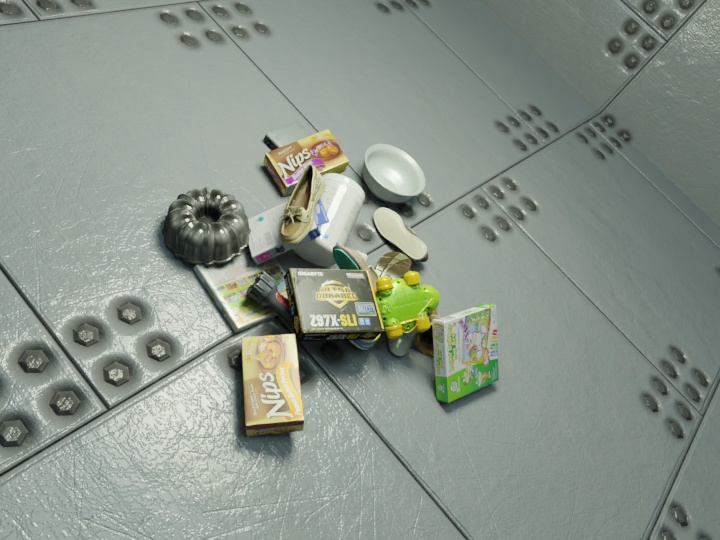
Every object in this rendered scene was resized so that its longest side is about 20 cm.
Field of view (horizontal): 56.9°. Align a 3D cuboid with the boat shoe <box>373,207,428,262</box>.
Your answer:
[{"bbox_3d":[0.113,-0.096,1.844,0.200,0.072,0.060,44,2,24],"label":"boat shoe"}]

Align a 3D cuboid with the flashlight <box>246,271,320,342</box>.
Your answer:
[{"bbox_3d":[-0.155,0.080,1.493,0.200,0.068,0.068,41,23,-14],"label":"flashlight"}]

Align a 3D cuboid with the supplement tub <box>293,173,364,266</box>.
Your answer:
[{"bbox_3d":[-0.081,-0.124,1.651,0.132,0.132,0.201,28,64,-10],"label":"supplement tub"}]

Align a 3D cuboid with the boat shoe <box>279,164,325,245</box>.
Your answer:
[{"bbox_3d":[-0.140,-0.150,1.520,0.073,0.063,0.201,4,59,22],"label":"boat shoe"}]

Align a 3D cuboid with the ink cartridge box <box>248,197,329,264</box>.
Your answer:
[{"bbox_3d":[-0.173,-0.104,1.564,0.199,0.042,0.120,-26,52,4],"label":"ink cartridge box"}]

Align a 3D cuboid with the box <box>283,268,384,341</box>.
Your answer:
[{"bbox_3d":[-0.060,0.075,1.477,0.199,0.049,0.160,2,59,-28],"label":"box"}]

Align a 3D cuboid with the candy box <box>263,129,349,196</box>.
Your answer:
[{"bbox_3d":[-0.147,-0.292,1.794,0.199,0.056,0.117,-25,75,-25],"label":"candy box"}]

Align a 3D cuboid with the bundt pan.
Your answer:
[{"bbox_3d":[-0.347,-0.112,1.510,0.201,0.076,0.203,7,50,-9],"label":"bundt pan"}]

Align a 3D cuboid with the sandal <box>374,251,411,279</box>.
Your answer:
[{"bbox_3d":[0.060,0.028,1.719,0.080,0.054,0.200,32,58,2],"label":"sandal"}]

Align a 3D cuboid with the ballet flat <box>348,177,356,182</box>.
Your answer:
[{"bbox_3d":[-0.092,-0.198,1.784,0.199,0.075,0.068,-17,54,-38],"label":"ballet flat"}]

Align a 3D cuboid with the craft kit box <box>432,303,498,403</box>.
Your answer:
[{"bbox_3d":[0.259,0.197,1.624,0.197,0.048,0.201,-13,103,-37],"label":"craft kit box"}]

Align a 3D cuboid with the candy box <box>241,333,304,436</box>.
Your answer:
[{"bbox_3d":[-0.182,0.231,1.361,0.115,0.055,0.201,-3,55,-10],"label":"candy box"}]

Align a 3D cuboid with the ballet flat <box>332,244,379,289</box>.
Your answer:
[{"bbox_3d":[0.000,0.000,1.609,0.200,0.068,0.067,58,48,-29],"label":"ballet flat"}]

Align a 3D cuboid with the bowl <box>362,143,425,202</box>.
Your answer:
[{"bbox_3d":[0.083,-0.266,1.943,0.200,0.090,0.202,18,46,-20],"label":"bowl"}]

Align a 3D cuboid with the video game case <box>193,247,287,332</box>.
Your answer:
[{"bbox_3d":[-0.252,0.034,1.526,0.200,0.023,0.182,-22,68,-43],"label":"video game case"}]

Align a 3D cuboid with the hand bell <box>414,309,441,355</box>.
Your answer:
[{"bbox_3d":[0.188,0.115,1.718,0.104,0.104,0.200,24,32,-14],"label":"hand bell"}]

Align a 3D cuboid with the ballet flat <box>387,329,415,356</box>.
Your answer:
[{"bbox_3d":[0.119,0.124,1.661,0.069,0.069,0.200,32,44,-6],"label":"ballet flat"}]

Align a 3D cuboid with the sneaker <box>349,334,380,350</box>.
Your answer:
[{"bbox_3d":[-0.036,0.111,1.571,0.074,0.082,0.200,-32,65,-23],"label":"sneaker"}]

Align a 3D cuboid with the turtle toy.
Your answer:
[{"bbox_3d":[0.107,0.080,1.583,0.199,0.101,0.147,-11,87,-24],"label":"turtle toy"}]

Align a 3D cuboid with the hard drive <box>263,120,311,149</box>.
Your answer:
[{"bbox_3d":[-0.159,-0.328,1.879,0.200,0.033,0.139,46,44,8],"label":"hard drive"}]
